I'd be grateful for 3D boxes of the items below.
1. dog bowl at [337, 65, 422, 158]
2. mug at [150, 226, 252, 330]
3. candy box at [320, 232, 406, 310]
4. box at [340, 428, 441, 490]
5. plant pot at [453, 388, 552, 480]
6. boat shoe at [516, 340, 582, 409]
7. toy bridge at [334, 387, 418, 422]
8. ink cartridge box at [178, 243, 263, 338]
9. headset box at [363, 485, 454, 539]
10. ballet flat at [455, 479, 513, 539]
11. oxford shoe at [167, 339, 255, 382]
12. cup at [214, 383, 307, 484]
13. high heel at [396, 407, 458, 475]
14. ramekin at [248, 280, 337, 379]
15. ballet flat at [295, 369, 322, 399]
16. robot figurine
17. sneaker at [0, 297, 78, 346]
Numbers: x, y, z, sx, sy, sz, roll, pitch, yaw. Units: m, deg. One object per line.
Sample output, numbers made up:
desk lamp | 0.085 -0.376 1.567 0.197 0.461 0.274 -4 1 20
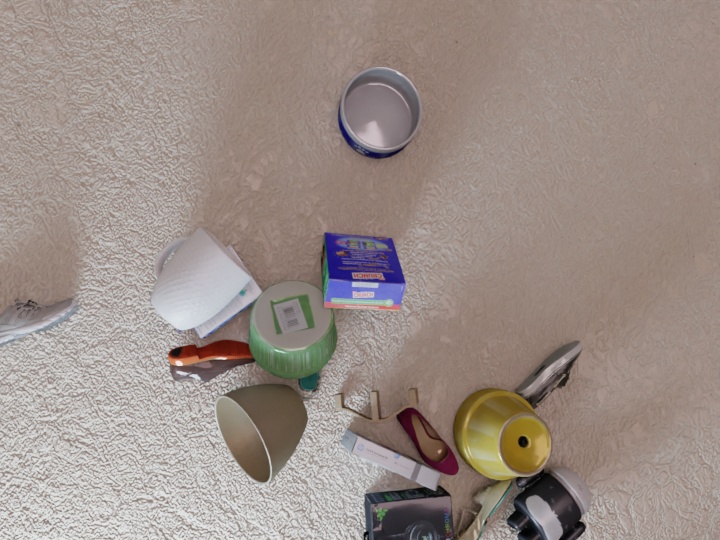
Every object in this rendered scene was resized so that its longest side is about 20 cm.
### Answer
dog bowl | 0.045 -0.375 1.420 0.196 0.079 0.205 1 84 -10
mug | -0.346 0.010 1.213 0.176 0.148 0.200 -46 61 -4
candy box | 0.000 0.000 1.310 0.165 0.201 0.078 4 120 -9
box | 0.061 0.408 1.295 0.197 0.156 0.042 24 78 -5
plant pot | 0.329 0.372 1.329 0.196 0.189 0.205 1 82 -10
boat shoe | 0.465 0.251 1.431 0.199 0.071 0.064 -41 91 -4
toy bridge | 0.033 0.303 1.328 0.196 0.027 0.069 -8 84 16
ink cartridge box | -0.330 0.055 1.307 0.199 0.076 0.138 -35 89 -13
headset box | 0.101 0.584 1.314 0.196 0.093 0.178 -1 83 -9
ballet flat | 0.273 0.552 1.359 0.069 0.069 0.202 32 87 -5
oxford shoe | -0.319 0.202 1.309 0.196 0.071 0.074 -2 112 -13
cup | -0.196 0.322 1.259 0.142 0.199 0.203 -27 88 -39
high heel | 0.159 0.392 1.342 0.200 0.096 0.068 43 74 -3
ramekin | -0.145 0.119 1.278 0.195 0.098 0.203 3 54 -4
ballet flat | -0.115 0.195 1.328 0.070 0.072 0.203 11 54 -8
robot figurine | 0.432 0.542 1.363 0.198 0.125 0.152 -34 120 -12
sneaker | -0.695 0.091 1.240 0.197 0.075 0.083 -20 89 -11
